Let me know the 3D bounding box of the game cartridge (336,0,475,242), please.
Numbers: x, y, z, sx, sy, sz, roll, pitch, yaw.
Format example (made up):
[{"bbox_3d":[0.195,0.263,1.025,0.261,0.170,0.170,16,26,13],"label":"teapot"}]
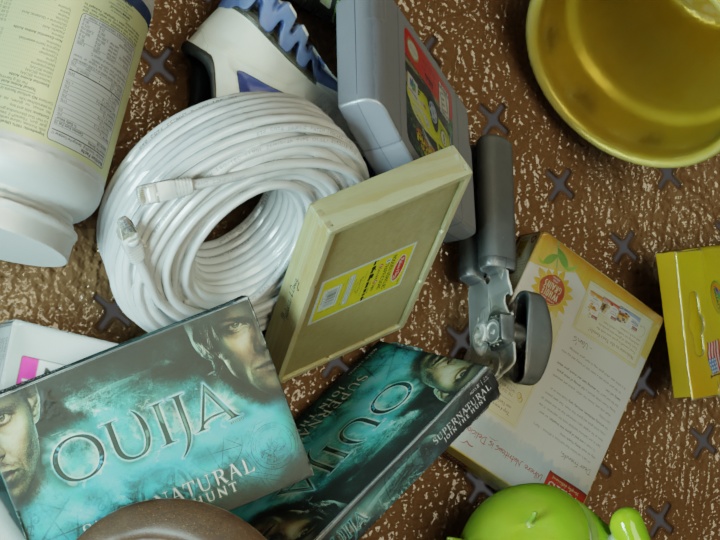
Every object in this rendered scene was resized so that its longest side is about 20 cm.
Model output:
[{"bbox_3d":[0.038,-0.110,1.266,0.200,0.041,0.134,48,38,-52],"label":"game cartridge"}]

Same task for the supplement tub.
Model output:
[{"bbox_3d":[-0.229,-0.116,1.133,0.144,0.145,0.201,19,77,-26],"label":"supplement tub"}]

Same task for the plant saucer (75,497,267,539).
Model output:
[{"bbox_3d":[-0.127,0.247,1.077,0.034,0.199,0.201,15,74,-72],"label":"plant saucer"}]

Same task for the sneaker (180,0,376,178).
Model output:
[{"bbox_3d":[-0.069,-0.117,1.267,0.115,0.081,0.200,-44,113,-10],"label":"sneaker"}]

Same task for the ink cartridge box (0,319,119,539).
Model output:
[{"bbox_3d":[-0.189,0.151,1.190,0.173,0.044,0.201,15,78,-25],"label":"ink cartridge box"}]

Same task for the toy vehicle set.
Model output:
[{"bbox_3d":[0.000,0.000,1.226,0.124,0.200,0.027,-23,64,-29],"label":"toy vehicle set"}]

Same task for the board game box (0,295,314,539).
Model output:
[{"bbox_3d":[-0.146,0.114,1.151,0.199,0.028,0.136,-22,96,-14],"label":"board game box"}]

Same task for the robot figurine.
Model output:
[{"bbox_3d":[0.153,0.240,1.310,0.200,0.175,0.116,42,35,-39],"label":"robot figurine"}]

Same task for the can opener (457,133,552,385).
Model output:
[{"bbox_3d":[0.114,-0.006,1.345,0.067,0.053,0.201,13,67,-32],"label":"can opener"}]

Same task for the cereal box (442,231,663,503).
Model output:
[{"bbox_3d":[0.153,0.089,1.383,0.144,0.039,0.201,35,71,-21],"label":"cereal box"}]

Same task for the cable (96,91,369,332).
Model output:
[{"bbox_3d":[-0.089,-0.034,1.190,0.199,0.201,0.069,-24,54,-22],"label":"cable"}]

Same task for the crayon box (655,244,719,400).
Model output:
[{"bbox_3d":[0.320,0.039,1.448,0.199,0.051,0.128,-4,88,-43],"label":"crayon box"}]

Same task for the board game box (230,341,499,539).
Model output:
[{"bbox_3d":[-0.007,0.133,1.230,0.200,0.135,0.028,-43,119,-25],"label":"board game box"}]

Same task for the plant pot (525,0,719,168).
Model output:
[{"bbox_3d":[0.266,-0.217,1.395,0.201,0.200,0.189,55,50,-13],"label":"plant pot"}]

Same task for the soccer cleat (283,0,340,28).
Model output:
[{"bbox_3d":[-0.043,-0.228,1.298,0.081,0.068,0.200,-39,109,-2],"label":"soccer cleat"}]
